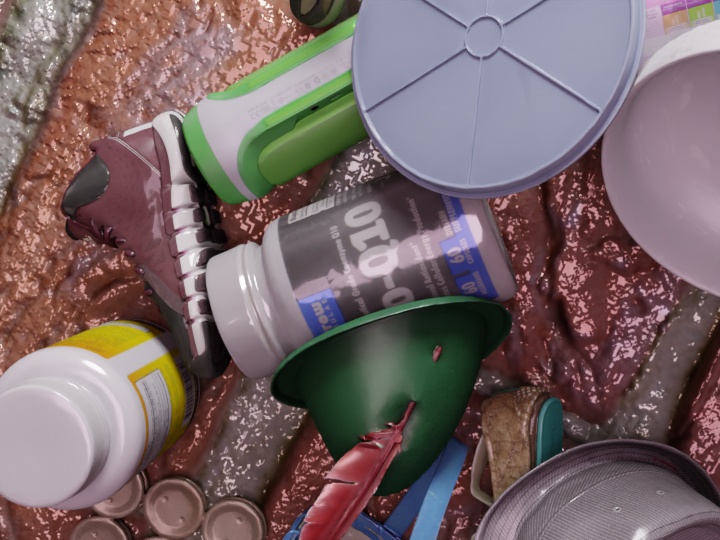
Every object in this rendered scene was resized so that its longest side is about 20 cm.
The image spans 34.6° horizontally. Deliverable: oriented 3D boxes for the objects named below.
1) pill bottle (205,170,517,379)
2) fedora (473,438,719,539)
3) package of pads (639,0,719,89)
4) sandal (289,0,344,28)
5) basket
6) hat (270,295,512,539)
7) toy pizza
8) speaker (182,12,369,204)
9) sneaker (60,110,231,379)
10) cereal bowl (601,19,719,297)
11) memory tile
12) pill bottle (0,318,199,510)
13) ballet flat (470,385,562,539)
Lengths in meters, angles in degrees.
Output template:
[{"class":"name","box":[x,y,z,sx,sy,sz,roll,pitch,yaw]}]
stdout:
[{"class":"pill bottle","box":[0.000,0.000,0.819,0.200,0.114,0.114,-21,92,9]},{"class":"fedora","box":[0.185,0.210,0.792,0.200,0.090,0.177,-10,98,-17]},{"class":"package of pads","box":[0.229,-0.179,0.766,0.200,0.121,0.076,-15,114,8]},{"class":"sandal","box":[0.007,-0.265,0.821,0.057,0.080,0.201,18,97,-27]},{"class":"basket","box":[0.006,0.224,0.814,0.139,0.176,0.200,31,117,4]},{"class":"hat","box":[0.032,0.136,0.770,0.200,0.166,0.176,-21,64,7]},{"class":"toy pizza","box":[0.084,-0.143,0.725,0.200,0.032,0.201,-4,83,31]},{"class":"speaker","box":[-0.024,-0.124,0.823,0.200,0.088,0.089,-27,92,9]},{"class":"sneaker","box":[-0.162,-0.012,0.866,0.115,0.076,0.201,-10,84,13]},{"class":"cereal bowl","box":[0.252,-0.073,0.700,0.200,0.200,0.083,32,56,3]},{"class":"memory tile","box":[-0.165,0.256,0.915,0.153,0.017,0.200,17,97,5]},{"class":"pill bottle","box":[-0.188,0.099,0.809,0.109,0.200,0.110,1,95,8]},{"class":"ballet flat","box":[0.113,0.182,0.856,0.065,0.070,0.201,4,94,34]}]
